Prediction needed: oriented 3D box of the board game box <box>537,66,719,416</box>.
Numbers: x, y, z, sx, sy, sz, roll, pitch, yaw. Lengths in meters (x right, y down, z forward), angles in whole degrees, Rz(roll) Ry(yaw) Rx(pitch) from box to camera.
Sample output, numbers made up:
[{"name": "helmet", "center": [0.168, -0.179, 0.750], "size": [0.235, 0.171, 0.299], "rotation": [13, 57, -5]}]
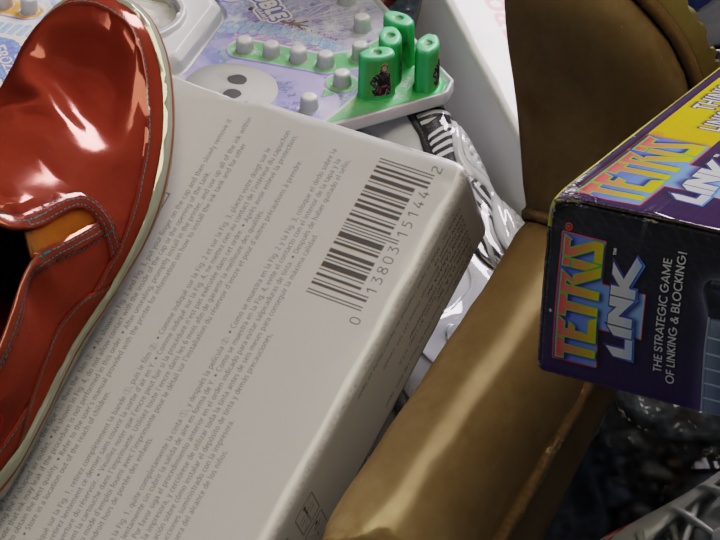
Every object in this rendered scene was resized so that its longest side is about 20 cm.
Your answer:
[{"name": "board game box", "center": [0.166, -0.011, 0.640], "size": [0.164, 0.057, 0.200], "rotation": [13, 26, 26]}]

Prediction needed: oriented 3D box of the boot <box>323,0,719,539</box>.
[{"name": "boot", "center": [0.049, 0.016, 0.714], "size": [0.066, 0.176, 0.201], "rotation": [16, 60, 36]}]

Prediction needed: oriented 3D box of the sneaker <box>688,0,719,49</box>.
[{"name": "sneaker", "center": [0.176, -0.154, 0.889], "size": [0.199, 0.116, 0.080], "rotation": [-20, 13, -39]}]

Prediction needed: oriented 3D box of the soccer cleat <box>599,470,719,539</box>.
[{"name": "soccer cleat", "center": [0.141, 0.089, 0.774], "size": [0.199, 0.086, 0.069], "rotation": [-19, 50, -30]}]

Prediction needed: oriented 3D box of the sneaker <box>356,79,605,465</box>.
[{"name": "sneaker", "center": [0.000, 0.000, 0.848], "size": [0.114, 0.075, 0.200], "rotation": [-14, 51, -29]}]

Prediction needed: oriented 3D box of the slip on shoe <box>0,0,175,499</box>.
[{"name": "slip on shoe", "center": [-0.115, -0.014, 0.736], "size": [0.074, 0.061, 0.201], "rotation": [10, 62, 21]}]

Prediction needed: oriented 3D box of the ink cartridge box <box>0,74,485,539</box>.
[{"name": "ink cartridge box", "center": [-0.078, 0.029, 0.763], "size": [0.175, 0.045, 0.201], "rotation": [20, 67, 24]}]

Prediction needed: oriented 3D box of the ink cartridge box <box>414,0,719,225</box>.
[{"name": "ink cartridge box", "center": [0.133, -0.059, 0.936], "size": [0.198, 0.086, 0.148], "rotation": [-5, 45, -21]}]

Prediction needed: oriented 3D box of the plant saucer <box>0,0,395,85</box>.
[{"name": "plant saucer", "center": [-0.096, -0.112, 0.966], "size": [0.199, 0.037, 0.200], "rotation": [20, 42, 21]}]

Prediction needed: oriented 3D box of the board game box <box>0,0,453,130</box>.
[{"name": "board game box", "center": [-0.092, -0.105, 0.901], "size": [0.199, 0.026, 0.200], "rotation": [-17, 41, -19]}]
